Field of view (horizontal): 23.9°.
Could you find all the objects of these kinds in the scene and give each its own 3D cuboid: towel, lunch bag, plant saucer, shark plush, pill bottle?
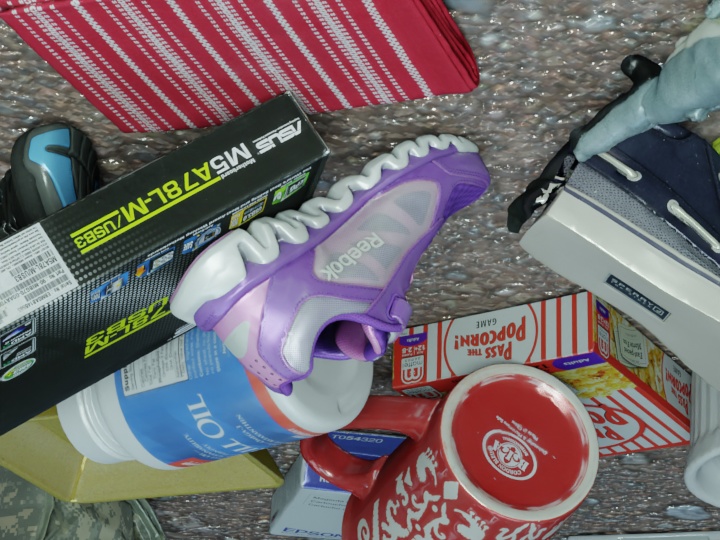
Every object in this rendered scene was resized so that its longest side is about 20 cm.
[{"bbox_3d":[-0.054,-0.111,0.813,0.199,0.023,0.145,-5,157,19],"label":"towel"},{"bbox_3d":[-0.277,0.247,1.504,0.164,0.118,0.200,-12,148,26],"label":"lunch bag"},{"bbox_3d":[-0.182,0.123,1.308,0.199,0.049,0.200,-8,154,18],"label":"plant saucer"},{"bbox_3d":[0.179,-0.090,0.769,0.199,0.084,0.091,-10,153,24],"label":"shark plush"},{"bbox_3d":[-0.100,0.068,1.103,0.200,0.113,0.112,-18,149,36],"label":"pill bottle"}]

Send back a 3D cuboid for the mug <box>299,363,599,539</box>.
[{"bbox_3d":[0.055,0.150,1.146,0.177,0.134,0.200,7,152,-14],"label":"mug"}]

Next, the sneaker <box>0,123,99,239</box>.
[{"bbox_3d":[-0.187,-0.019,0.962,0.082,0.073,0.200,5,155,-4],"label":"sneaker"}]

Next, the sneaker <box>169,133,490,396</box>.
[{"bbox_3d":[0.000,0.000,0.883,0.200,0.089,0.081,-31,167,-34],"label":"sneaker"}]

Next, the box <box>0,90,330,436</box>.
[{"bbox_3d":[-0.121,0.004,0.887,0.200,0.048,0.193,-30,166,-20],"label":"box"}]

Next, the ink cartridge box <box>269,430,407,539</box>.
[{"bbox_3d":[0.035,0.193,1.459,0.196,0.043,0.200,7,157,-11],"label":"ink cartridge box"}]

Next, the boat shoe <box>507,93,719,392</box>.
[{"bbox_3d":[0.179,-0.008,0.860,0.200,0.093,0.075,36,159,-1],"label":"boat shoe"}]

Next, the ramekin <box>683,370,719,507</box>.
[{"bbox_3d":[0.318,0.095,1.155,0.200,0.098,0.201,1,155,0],"label":"ramekin"}]

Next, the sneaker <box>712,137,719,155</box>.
[{"bbox_3d":[0.219,-0.032,0.895,0.074,0.084,0.200,8,156,-14],"label":"sneaker"}]

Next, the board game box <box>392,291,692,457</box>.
[{"bbox_3d":[0.137,0.081,1.197,0.151,0.046,0.200,-13,152,30],"label":"board game box"}]

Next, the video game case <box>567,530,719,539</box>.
[{"bbox_3d":[0.307,0.297,1.696,0.181,0.022,0.200,-4,155,12],"label":"video game case"}]
